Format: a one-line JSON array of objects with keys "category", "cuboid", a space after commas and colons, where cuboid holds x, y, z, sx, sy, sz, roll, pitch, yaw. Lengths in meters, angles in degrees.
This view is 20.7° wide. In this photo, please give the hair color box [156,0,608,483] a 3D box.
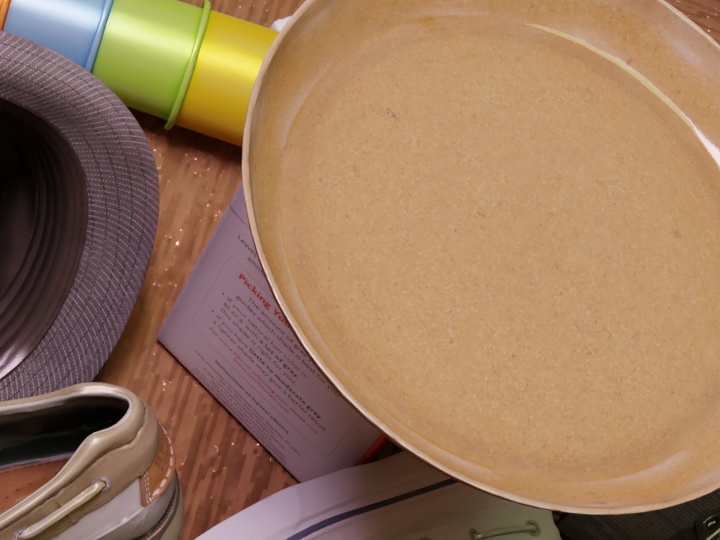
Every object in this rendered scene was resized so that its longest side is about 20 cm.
[{"category": "hair color box", "cuboid": [0.000, 0.000, 0.728, 0.102, 0.200, 0.061, 45, 57, 5]}]

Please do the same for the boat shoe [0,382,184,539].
[{"category": "boat shoe", "cuboid": [-0.161, 0.084, 0.672, 0.199, 0.069, 0.075, -18, 51, -11]}]

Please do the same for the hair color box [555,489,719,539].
[{"category": "hair color box", "cuboid": [0.160, 0.048, 0.765, 0.061, 0.200, 0.099, 39, 56, 2]}]

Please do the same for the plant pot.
[{"category": "plant pot", "cuboid": [0.055, -0.014, 0.621, 0.199, 0.027, 0.201, 9, 62, -17]}]

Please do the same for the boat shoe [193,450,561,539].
[{"category": "boat shoe", "cuboid": [-0.002, 0.114, 0.741, 0.200, 0.074, 0.067, -23, 71, -31]}]

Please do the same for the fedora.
[{"category": "fedora", "cuboid": [-0.180, -0.017, 0.715, 0.200, 0.177, 0.090, -4, 28, -44]}]

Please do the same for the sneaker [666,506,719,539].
[{"category": "sneaker", "cuboid": [0.115, 0.134, 0.731, 0.199, 0.091, 0.076, -2, 64, 2]}]

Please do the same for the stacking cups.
[{"category": "stacking cups", "cuboid": [-0.128, -0.102, 0.827, 0.199, 0.061, 0.061, 17, 58, -7]}]

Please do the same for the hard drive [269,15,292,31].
[{"category": "hard drive", "cuboid": [0.055, -0.035, 0.874, 0.132, 0.027, 0.201, -16, 71, -28]}]
